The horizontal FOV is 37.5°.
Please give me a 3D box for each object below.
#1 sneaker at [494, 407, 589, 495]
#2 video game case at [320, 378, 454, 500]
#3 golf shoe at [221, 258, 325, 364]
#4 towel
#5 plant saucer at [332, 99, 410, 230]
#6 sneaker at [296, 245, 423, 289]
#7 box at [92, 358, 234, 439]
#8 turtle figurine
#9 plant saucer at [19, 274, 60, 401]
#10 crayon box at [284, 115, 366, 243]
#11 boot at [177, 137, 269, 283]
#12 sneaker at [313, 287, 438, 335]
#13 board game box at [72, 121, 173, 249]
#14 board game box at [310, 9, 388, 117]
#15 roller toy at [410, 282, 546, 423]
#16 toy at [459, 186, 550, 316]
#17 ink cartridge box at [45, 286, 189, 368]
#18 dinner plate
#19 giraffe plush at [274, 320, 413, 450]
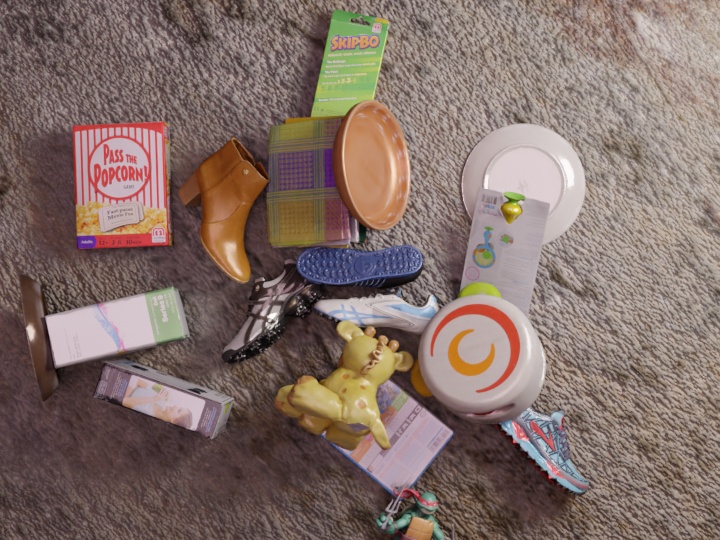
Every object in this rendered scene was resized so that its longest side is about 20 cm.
[{"bbox_3d":[0.297,0.265,1.668,0.096,0.079,0.200,-45,88,-1],"label":"sneaker"},{"bbox_3d":[0.032,0.252,1.710,0.200,0.018,0.143,39,92,2],"label":"video game case"},{"bbox_3d":[-0.154,0.066,1.699,0.200,0.078,0.095,-40,77,-5],"label":"golf shoe"},{"bbox_3d":[-0.082,-0.132,1.653,0.143,0.023,0.201,-3,88,23],"label":"towel"},{"bbox_3d":[0.014,-0.161,1.640,0.037,0.200,0.202,-4,89,32],"label":"plant saucer"},{"bbox_3d":[0.000,0.000,1.680,0.199,0.078,0.071,0,71,2],"label":"sneaker"},{"bbox_3d":[-0.308,0.201,1.678,0.199,0.117,0.060,20,88,4],"label":"box"},{"bbox_3d":[0.089,0.424,1.664,0.149,0.101,0.201,17,102,1],"label":"turtle figurine"},{"bbox_3d":[-0.497,0.102,1.651,0.032,0.200,0.201,-12,89,-14],"label":"plant saucer"},{"bbox_3d":[-0.056,-0.143,1.689,0.126,0.051,0.201,0,90,16],"label":"crayon box"},{"bbox_3d":[-0.194,-0.096,1.680,0.144,0.071,0.202,-36,80,23],"label":"boot"},{"bbox_3d":[0.025,0.060,1.686,0.199,0.072,0.073,5,88,0],"label":"sneaker"},{"bbox_3d":[-0.384,-0.136,1.718,0.150,0.046,0.201,-3,89,2],"label":"board game box"},{"bbox_3d":[-0.018,-0.313,1.713,0.095,0.030,0.201,12,93,2],"label":"board game box"},{"bbox_3d":[0.188,0.141,1.630,0.182,0.140,0.200,39,87,26],"label":"roller toy"},{"bbox_3d":[0.228,-0.030,1.677,0.115,0.047,0.201,14,116,15],"label":"toy"},{"bbox_3d":[-0.375,0.088,1.652,0.199,0.145,0.088,-15,89,-6],"label":"ink cartridge box"},{"bbox_3d":[0.262,-0.136,1.701,0.199,0.024,0.202,0,90,4],"label":"dinner plate"},{"bbox_3d":[-0.013,0.170,1.634,0.172,0.199,0.163,39,63,-30],"label":"giraffe plush"}]
